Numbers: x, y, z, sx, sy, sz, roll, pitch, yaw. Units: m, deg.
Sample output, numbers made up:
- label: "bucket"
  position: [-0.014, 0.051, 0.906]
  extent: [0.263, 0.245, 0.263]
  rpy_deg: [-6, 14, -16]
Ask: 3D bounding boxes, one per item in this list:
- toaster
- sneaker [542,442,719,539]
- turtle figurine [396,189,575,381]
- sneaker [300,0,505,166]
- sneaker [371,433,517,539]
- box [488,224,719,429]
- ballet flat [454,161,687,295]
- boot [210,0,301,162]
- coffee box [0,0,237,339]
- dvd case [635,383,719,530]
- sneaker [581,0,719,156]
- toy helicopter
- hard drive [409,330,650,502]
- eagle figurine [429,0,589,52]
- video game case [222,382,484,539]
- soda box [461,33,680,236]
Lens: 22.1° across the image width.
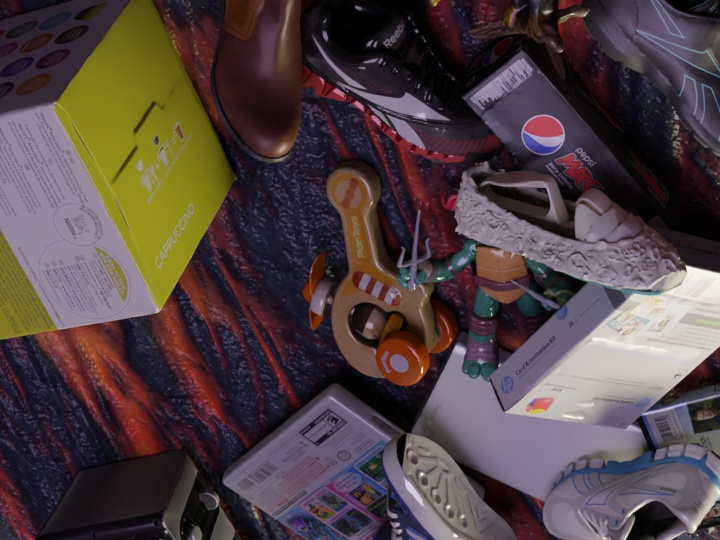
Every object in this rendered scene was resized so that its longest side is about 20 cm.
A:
- label: "toaster"
  position: [-0.214, 0.294, 1.842]
  extent: [0.198, 0.119, 0.182]
  rpy_deg: [-15, 119, 27]
- label: "sneaker"
  position: [0.225, 0.211, 1.602]
  extent: [0.075, 0.087, 0.199]
  rpy_deg: [47, 139, -16]
- label: "turtle figurine"
  position: [0.117, 0.008, 1.524]
  extent: [0.148, 0.101, 0.201]
  rpy_deg: [10, 142, 25]
- label: "sneaker"
  position: [0.033, -0.153, 1.438]
  extent: [0.199, 0.071, 0.098]
  rpy_deg: [30, 149, -4]
- label: "sneaker"
  position: [0.040, 0.238, 1.683]
  extent: [0.146, 0.081, 0.200]
  rpy_deg: [-23, 128, 31]
- label: "box"
  position: [0.224, 0.051, 1.490]
  extent: [0.155, 0.041, 0.200]
  rpy_deg: [10, 134, -40]
- label: "ballet flat"
  position: [0.152, -0.036, 1.386]
  extent: [0.199, 0.072, 0.072]
  rpy_deg: [17, 133, 33]
- label: "boot"
  position: [-0.047, -0.199, 1.349]
  extent: [0.068, 0.190, 0.200]
  rpy_deg: [9, 157, -20]
- label: "coffee box"
  position: [-0.249, -0.087, 1.512]
  extent: [0.196, 0.200, 0.201]
  rpy_deg: [-10, 122, 25]
- label: "dvd case"
  position: [0.352, 0.149, 1.585]
  extent: [0.198, 0.018, 0.143]
  rpy_deg: [-16, 120, 19]
- label: "sneaker"
  position: [0.257, -0.155, 1.367]
  extent: [0.199, 0.076, 0.079]
  rpy_deg: [38, 126, -12]
- label: "toy helicopter"
  position: [0.000, 0.000, 1.590]
  extent: [0.131, 0.079, 0.202]
  rpy_deg: [2, 116, 29]
- label: "hard drive"
  position: [0.156, 0.145, 1.662]
  extent: [0.198, 0.026, 0.132]
  rpy_deg: [24, 130, 0]
- label: "eagle figurine"
  position: [0.088, -0.248, 1.303]
  extent: [0.151, 0.151, 0.201]
  rpy_deg: [-16, 118, 28]
- label: "video game case"
  position: [-0.009, 0.204, 1.747]
  extent: [0.181, 0.024, 0.200]
  rpy_deg: [36, 135, -14]
- label: "soda box"
  position: [0.167, -0.096, 1.441]
  extent: [0.063, 0.071, 0.200]
  rpy_deg: [-35, 109, 24]
